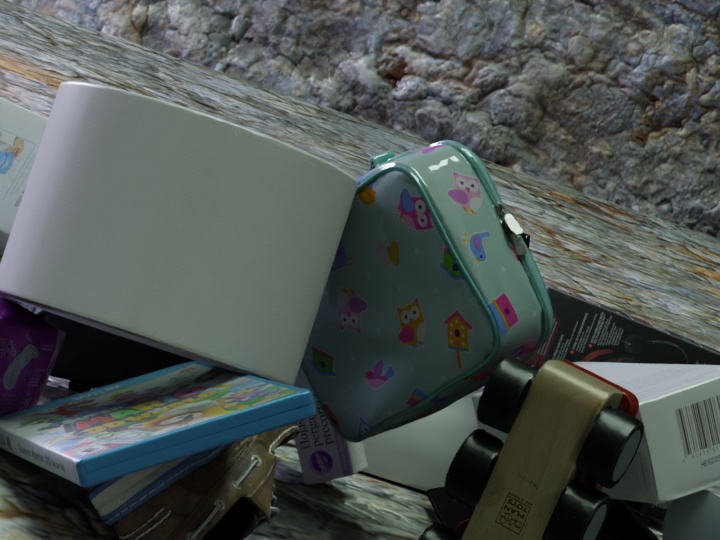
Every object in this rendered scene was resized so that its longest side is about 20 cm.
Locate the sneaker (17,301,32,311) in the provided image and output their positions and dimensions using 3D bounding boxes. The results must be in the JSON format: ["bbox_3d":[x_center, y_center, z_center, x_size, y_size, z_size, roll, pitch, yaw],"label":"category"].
[{"bbox_3d":[-0.158,0.046,1.804,0.199,0.090,0.079,6,56,-6],"label":"sneaker"}]

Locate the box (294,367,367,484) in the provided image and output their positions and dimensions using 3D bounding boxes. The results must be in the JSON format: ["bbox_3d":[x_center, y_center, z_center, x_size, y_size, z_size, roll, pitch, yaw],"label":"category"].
[{"bbox_3d":[-0.039,0.047,1.695,0.038,0.201,0.041,-13,1,17],"label":"box"}]

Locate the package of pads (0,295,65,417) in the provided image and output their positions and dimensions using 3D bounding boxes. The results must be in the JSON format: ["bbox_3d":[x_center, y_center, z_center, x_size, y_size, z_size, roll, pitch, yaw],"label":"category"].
[{"bbox_3d":[-0.298,0.025,1.523,0.199,0.076,0.120,26,4,18],"label":"package of pads"}]

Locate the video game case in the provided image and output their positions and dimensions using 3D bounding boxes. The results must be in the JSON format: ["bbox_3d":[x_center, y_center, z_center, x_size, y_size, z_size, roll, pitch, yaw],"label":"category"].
[{"bbox_3d":[-0.127,0.087,1.421,0.142,0.018,0.200,-16,9,-21],"label":"video game case"}]

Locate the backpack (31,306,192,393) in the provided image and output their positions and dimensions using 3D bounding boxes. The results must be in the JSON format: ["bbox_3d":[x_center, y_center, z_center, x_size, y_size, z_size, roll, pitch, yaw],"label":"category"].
[{"bbox_3d":[-0.145,-0.017,1.718,0.162,0.154,0.200,14,32,-5],"label":"backpack"}]

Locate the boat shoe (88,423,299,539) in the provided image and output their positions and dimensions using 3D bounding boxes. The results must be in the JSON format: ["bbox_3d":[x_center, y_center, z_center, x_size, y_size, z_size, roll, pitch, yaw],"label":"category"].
[{"bbox_3d":[-0.089,0.131,1.453,0.073,0.072,0.200,59,32,3],"label":"boat shoe"}]

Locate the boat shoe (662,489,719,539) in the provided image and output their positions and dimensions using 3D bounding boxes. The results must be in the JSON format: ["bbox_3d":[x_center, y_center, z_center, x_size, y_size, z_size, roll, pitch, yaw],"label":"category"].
[{"bbox_3d":[0.275,0.229,1.594,0.200,0.074,0.068,49,17,18],"label":"boat shoe"}]

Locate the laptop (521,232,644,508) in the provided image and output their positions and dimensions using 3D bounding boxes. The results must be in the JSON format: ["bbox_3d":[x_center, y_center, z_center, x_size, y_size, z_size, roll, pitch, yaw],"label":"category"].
[{"bbox_3d":[0.157,0.071,1.866,0.200,0.103,0.177,41,0,-6],"label":"laptop"}]

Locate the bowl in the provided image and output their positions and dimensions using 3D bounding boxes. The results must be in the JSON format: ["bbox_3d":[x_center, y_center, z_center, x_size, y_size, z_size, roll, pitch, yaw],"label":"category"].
[{"bbox_3d":[0.035,0.105,1.879,0.199,0.075,0.200,20,10,-21],"label":"bowl"}]

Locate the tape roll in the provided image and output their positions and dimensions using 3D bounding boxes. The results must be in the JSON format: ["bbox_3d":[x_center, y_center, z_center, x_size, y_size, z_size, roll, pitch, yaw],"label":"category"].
[{"bbox_3d":[-0.116,-0.022,1.520,0.202,0.140,0.203,17,-4,1],"label":"tape roll"}]

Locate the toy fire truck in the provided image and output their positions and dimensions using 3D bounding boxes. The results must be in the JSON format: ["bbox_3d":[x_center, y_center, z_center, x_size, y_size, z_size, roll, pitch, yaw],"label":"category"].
[{"bbox_3d":[0.112,0.141,1.553,0.128,0.177,0.200,25,6,20],"label":"toy fire truck"}]

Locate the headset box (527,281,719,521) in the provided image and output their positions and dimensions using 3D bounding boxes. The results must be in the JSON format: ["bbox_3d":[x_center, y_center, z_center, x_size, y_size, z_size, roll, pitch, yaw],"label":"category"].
[{"bbox_3d":[0.193,0.104,2.000,0.199,0.149,0.075,20,3,-7],"label":"headset box"}]

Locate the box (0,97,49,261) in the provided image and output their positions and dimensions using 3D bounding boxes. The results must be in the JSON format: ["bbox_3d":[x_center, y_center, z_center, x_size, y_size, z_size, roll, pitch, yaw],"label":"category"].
[{"bbox_3d":[-0.280,-0.063,1.877,0.199,0.102,0.113,24,-23,10],"label":"box"}]

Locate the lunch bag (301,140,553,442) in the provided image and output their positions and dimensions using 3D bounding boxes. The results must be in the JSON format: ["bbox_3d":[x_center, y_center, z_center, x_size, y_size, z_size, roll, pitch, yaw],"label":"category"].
[{"bbox_3d":[0.030,0.010,1.588,0.077,0.200,0.161,-17,78,-42],"label":"lunch bag"}]

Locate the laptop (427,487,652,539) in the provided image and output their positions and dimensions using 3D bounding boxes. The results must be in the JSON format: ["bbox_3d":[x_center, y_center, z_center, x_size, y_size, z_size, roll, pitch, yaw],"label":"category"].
[{"bbox_3d":[0.162,0.217,1.700,0.200,0.103,0.177,47,4,-15],"label":"laptop"}]

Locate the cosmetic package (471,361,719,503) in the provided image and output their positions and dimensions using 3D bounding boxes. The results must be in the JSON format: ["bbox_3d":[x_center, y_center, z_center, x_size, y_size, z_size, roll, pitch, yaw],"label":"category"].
[{"bbox_3d":[0.175,0.109,1.669,0.101,0.075,0.200,-15,5,-29],"label":"cosmetic package"}]
